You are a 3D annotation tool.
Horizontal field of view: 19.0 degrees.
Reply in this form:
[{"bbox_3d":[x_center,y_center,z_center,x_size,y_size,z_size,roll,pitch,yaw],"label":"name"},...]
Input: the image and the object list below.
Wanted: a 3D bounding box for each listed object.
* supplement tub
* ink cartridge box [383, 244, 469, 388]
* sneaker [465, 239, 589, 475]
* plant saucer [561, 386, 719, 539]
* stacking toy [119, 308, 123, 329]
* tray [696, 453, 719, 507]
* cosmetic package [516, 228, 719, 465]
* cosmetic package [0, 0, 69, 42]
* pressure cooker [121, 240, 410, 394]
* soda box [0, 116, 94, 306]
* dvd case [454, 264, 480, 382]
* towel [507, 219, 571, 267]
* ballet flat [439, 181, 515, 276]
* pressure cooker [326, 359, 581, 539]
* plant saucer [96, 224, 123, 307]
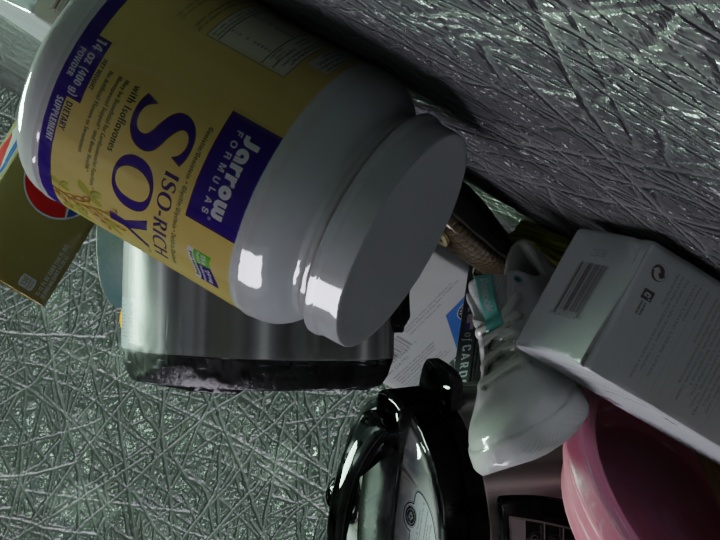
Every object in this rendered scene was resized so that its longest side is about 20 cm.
[{"bbox_3d":[-0.061,-0.062,1.111,0.200,0.146,0.145,29,177,18],"label":"supplement tub"},{"bbox_3d":[0.000,0.000,1.572,0.200,0.116,0.067,31,-156,-36],"label":"ink cartridge box"},{"bbox_3d":[0.088,0.046,1.253,0.089,0.075,0.200,61,-159,-15],"label":"sneaker"},{"bbox_3d":[0.191,0.150,1.284,0.200,0.051,0.201,32,-145,-26],"label":"plant saucer"},{"bbox_3d":[-0.118,-0.036,1.576,0.110,0.200,0.116,28,175,41],"label":"stacking toy"},{"bbox_3d":[0.263,0.151,1.290,0.098,0.037,0.200,15,-137,-42],"label":"tray"},{"bbox_3d":[0.199,0.060,1.178,0.200,0.081,0.113,32,176,-14],"label":"cosmetic package"},{"bbox_3d":[-0.186,-0.169,1.484,0.151,0.052,0.200,25,174,44],"label":"cosmetic package"},{"bbox_3d":[-0.061,-0.027,1.329,0.175,0.201,0.178,1,180,32],"label":"pressure cooker"},{"bbox_3d":[-0.168,-0.083,1.280,0.064,0.200,0.068,32,176,-19],"label":"soda box"},{"bbox_3d":[0.139,0.081,1.584,0.025,0.151,0.200,-12,148,39],"label":"dvd case"},{"bbox_3d":[0.169,0.049,1.376,0.200,0.018,0.086,52,168,-31],"label":"towel"},{"bbox_3d":[0.073,-0.014,1.377,0.068,0.046,0.200,63,-168,22],"label":"ballet flat"},{"bbox_3d":[0.072,0.161,1.398,0.199,0.177,0.179,-1,154,-24],"label":"pressure cooker"},{"bbox_3d":[-0.164,-0.065,1.751,0.039,0.202,0.201,11,173,11],"label":"plant saucer"}]
